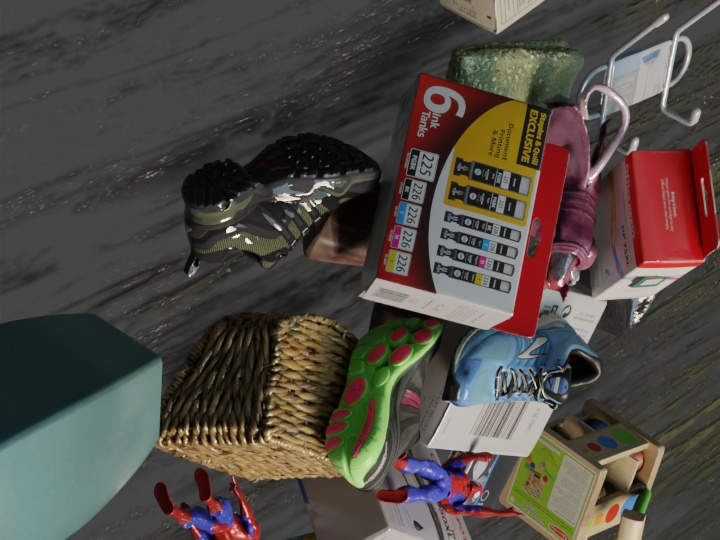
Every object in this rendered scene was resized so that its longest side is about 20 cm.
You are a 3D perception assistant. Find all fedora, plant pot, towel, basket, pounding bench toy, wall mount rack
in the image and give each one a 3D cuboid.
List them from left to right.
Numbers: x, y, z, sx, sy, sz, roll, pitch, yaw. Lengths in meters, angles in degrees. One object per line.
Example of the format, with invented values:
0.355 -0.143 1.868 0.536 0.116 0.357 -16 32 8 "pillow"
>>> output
-0.261 0.123 1.298 0.200 0.141 0.142 -30 138 -42 "plant pot"
-0.090 0.116 1.548 0.200 0.148 0.143 28 61 -54 "basket"
0.144 -0.161 1.627 0.200 0.036 0.149 -8 122 -46 "towel"
0.307 0.270 2.008 0.156 0.200 0.125 -10 124 -44 "pounding bench toy"
0.295 0.003 1.878 0.200 0.091 0.201 -29 136 -32 "fedora"
0.325 -0.224 1.754 0.200 0.074 0.174 -25 134 -37 "wall mount rack"

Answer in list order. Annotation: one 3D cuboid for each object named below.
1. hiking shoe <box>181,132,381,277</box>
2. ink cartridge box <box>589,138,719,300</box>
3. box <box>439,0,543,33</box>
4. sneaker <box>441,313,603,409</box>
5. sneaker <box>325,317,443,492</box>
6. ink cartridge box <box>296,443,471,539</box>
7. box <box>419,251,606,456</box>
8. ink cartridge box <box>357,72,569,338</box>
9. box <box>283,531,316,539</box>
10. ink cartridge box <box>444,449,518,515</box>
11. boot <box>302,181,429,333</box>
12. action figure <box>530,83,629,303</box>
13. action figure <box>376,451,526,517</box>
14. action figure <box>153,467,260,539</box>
-0.073 -0.056 1.435 0.199 0.076 0.101 -14 133 -31 "hiking shoe"
0.288 -0.049 1.623 0.067 0.117 0.200 -2 166 -11 "ink cartridge box"
0.165 -0.315 1.495 0.200 0.078 0.095 -36 140 -25 "box"
0.163 0.095 1.579 0.199 0.090 0.079 -14 126 -41 "sneaker"
0.024 0.124 1.538 0.200 0.076 0.084 -59 144 -35 "sneaker"
0.024 0.242 1.692 0.084 0.145 0.200 -32 149 18 "ink cartridge box"
0.124 0.077 1.706 0.199 0.131 0.201 13 106 -52 "box"
0.107 -0.056 1.485 0.084 0.175 0.201 136 -33 -73 "ink cartridge box"
-0.091 0.395 1.686 0.192 0.122 0.201 -5 130 -48 "box"
0.158 0.198 1.918 0.099 0.039 0.201 7 110 -50 "ink cartridge box"
0.000 0.000 1.561 0.200 0.064 0.187 15 95 -55 "boot"
0.214 -0.063 1.607 0.134 0.149 0.201 21 63 -33 "action figure"
0.100 0.215 1.641 0.200 0.099 0.066 24 63 -63 "action figure"
-0.142 0.239 1.584 0.065 0.052 0.200 -24 151 2 "action figure"
